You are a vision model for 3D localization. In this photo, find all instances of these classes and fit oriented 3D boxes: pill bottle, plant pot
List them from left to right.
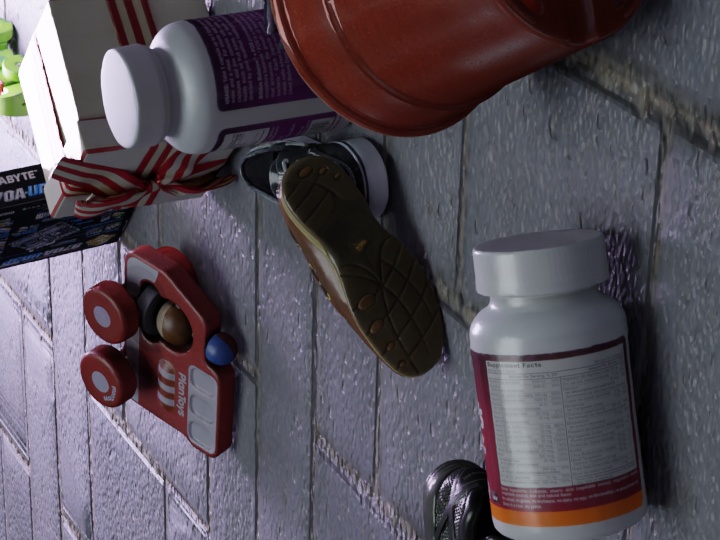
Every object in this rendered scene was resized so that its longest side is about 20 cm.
[{"bbox_3d":[-0.108,-0.157,1.707,0.112,0.200,0.113,36,132,55],"label":"pill bottle"},{"bbox_3d":[0.074,-0.202,1.343,0.195,0.200,0.201,-12,89,57],"label":"plant pot"},{"bbox_3d":[0.133,0.077,1.410,0.110,0.109,0.200,9,108,63],"label":"pill bottle"}]

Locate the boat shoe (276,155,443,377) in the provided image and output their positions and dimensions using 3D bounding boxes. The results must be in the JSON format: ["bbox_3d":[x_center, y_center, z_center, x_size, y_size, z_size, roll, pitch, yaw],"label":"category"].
[{"bbox_3d":[-0.001,0.000,1.682,0.200,0.072,0.068,57,162,4],"label":"boat shoe"}]

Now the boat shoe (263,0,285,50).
[{"bbox_3d":[-0.022,-0.258,1.612,0.075,0.093,0.200,50,143,45],"label":"boat shoe"}]

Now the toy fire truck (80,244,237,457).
[{"bbox_3d":[-0.191,0.079,2.115,0.168,0.112,0.200,29,131,28],"label":"toy fire truck"}]

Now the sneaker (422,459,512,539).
[{"bbox_3d":[0.098,0.254,1.595,0.114,0.076,0.200,-163,70,-69],"label":"sneaker"}]

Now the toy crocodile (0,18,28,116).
[{"bbox_3d":[-0.447,-0.252,2.536,0.200,0.062,0.068,56,147,40],"label":"toy crocodile"}]

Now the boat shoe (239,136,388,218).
[{"bbox_3d":[-0.044,-0.080,1.760,0.200,0.068,0.072,22,120,60],"label":"boat shoe"}]

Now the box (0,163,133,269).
[{"bbox_3d":[-0.343,-0.063,2.238,0.046,0.200,0.159,66,153,18],"label":"box"}]

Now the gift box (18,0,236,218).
[{"bbox_3d":[-0.225,-0.156,1.974,0.200,0.184,0.187,128,128,-66],"label":"gift box"}]
